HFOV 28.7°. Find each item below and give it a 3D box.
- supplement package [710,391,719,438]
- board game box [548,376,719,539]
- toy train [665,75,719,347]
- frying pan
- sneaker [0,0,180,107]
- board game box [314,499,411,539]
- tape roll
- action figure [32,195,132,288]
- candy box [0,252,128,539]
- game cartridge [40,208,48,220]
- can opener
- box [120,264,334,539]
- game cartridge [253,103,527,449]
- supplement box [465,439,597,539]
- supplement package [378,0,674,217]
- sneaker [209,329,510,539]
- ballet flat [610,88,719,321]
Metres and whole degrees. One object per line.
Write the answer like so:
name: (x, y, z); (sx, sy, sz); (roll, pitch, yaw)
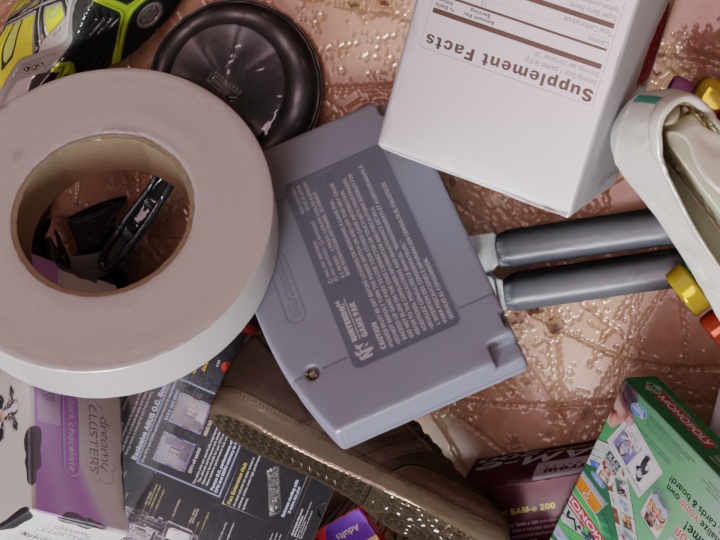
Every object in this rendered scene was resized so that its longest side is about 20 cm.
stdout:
supplement package: (0.257, 0.177, 0.782); (0.121, 0.118, 0.203); (33, 118, 55)
board game box: (0.182, 0.171, 0.746); (0.200, 0.029, 0.136); (51, 131, 43)
toy train: (0.241, -0.049, 0.780); (0.148, 0.056, 0.203); (1, 99, 7)
frying pan: (-0.113, -0.095, 0.888); (0.189, 0.031, 0.116); (-30, 85, 4)
sneaker: (-0.181, -0.166, 0.892); (0.200, 0.075, 0.077); (-45, 66, 13)
board game box: (0.000, 0.267, 0.955); (0.151, 0.046, 0.201); (-32, 93, 22)
tape roll: (-0.146, -0.026, 0.813); (0.200, 0.037, 0.205); (-2, 61, 3)
action figure: (-0.168, 0.059, 0.948); (0.128, 0.069, 0.203); (-12, 103, 12)
candy box: (-0.233, 0.113, 0.863); (0.199, 0.071, 0.170); (-33, 51, 32)
game cartridge: (-0.291, -0.021, 0.983); (0.128, 0.038, 0.202); (23, 109, 6)
can opener: (0.099, 0.003, 0.853); (0.197, 0.066, 0.053); (-9, 102, 14)
box: (-0.094, 0.119, 0.887); (0.156, 0.050, 0.202); (23, 87, -8)
game cartridge: (0.000, 0.000, 0.821); (0.132, 0.041, 0.202); (-21, 57, -2)
supplement box: (0.140, 0.215, 0.891); (0.107, 0.061, 0.203); (-12, 100, 20)
supplement package: (0.106, -0.150, 0.776); (0.118, 0.121, 0.202); (21, 109, 17)
sneaker: (0.011, 0.099, 0.839); (0.198, 0.070, 0.076); (29, 66, -7)
ballet flat: (0.204, -0.011, 0.725); (0.069, 0.069, 0.201); (-39, 91, 21)
